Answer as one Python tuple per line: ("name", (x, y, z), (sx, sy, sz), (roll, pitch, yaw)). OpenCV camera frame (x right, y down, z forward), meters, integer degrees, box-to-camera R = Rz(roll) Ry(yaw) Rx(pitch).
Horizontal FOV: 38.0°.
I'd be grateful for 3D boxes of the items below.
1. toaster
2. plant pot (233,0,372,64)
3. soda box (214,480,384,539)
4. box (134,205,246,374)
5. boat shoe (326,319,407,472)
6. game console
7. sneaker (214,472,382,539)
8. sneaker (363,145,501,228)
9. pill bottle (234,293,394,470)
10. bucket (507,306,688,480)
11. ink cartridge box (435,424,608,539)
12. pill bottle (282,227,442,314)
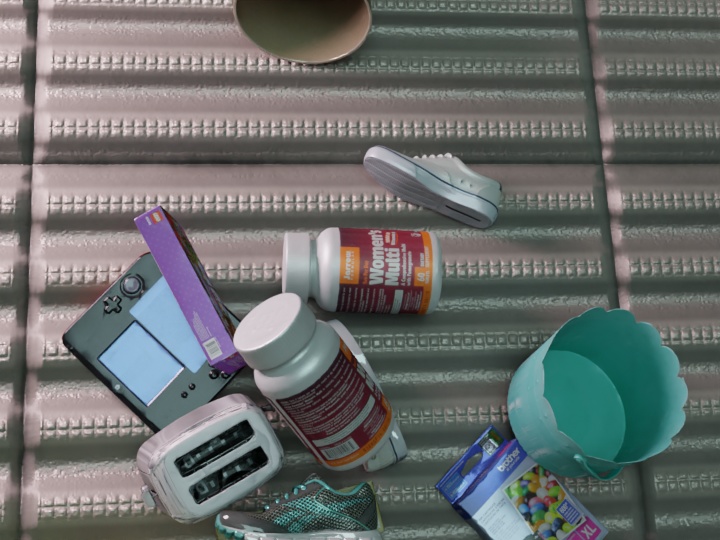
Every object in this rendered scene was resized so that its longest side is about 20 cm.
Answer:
("toaster", (-0.171, 0.223, 1.256), (0.199, 0.129, 0.114), (-27, 94, -14))
("plant pot", (-0.069, -0.424, 1.441), (0.186, 0.188, 0.201), (9, 60, -5))
("soda box", (-0.075, 0.316, 1.283), (0.199, 0.068, 0.064), (-12, 77, -10))
("box", (-0.201, 0.027, 1.277), (0.039, 0.137, 0.201), (-29, 81, -4))
("boat shoe", (-0.013, 0.162, 1.336), (0.070, 0.071, 0.201), (-24, 86, -16))
("game console", (-0.254, 0.092, 1.340), (0.200, 0.031, 0.177), (42, 74, 5))
("sneaker", (-0.070, 0.283, 1.223), (0.199, 0.078, 0.092), (7, 71, -15))
("sneaker", (0.101, -0.127, 1.432), (0.199, 0.073, 0.071), (26, 64, -9))
("pill bottle", (-0.053, 0.129, 1.210), (0.110, 0.109, 0.200), (-43, 119, -16))
("bucket", (0.293, 0.162, 1.321), (0.206, 0.135, 0.208), (6, 66, -15))
("ink cartridge box", (0.206, 0.306, 1.339), (0.200, 0.042, 0.119), (44, 74, 7))
("pill bottle", (0.000, 0.000, 1.357), (0.199, 0.110, 0.110), (2, 75, -7))
